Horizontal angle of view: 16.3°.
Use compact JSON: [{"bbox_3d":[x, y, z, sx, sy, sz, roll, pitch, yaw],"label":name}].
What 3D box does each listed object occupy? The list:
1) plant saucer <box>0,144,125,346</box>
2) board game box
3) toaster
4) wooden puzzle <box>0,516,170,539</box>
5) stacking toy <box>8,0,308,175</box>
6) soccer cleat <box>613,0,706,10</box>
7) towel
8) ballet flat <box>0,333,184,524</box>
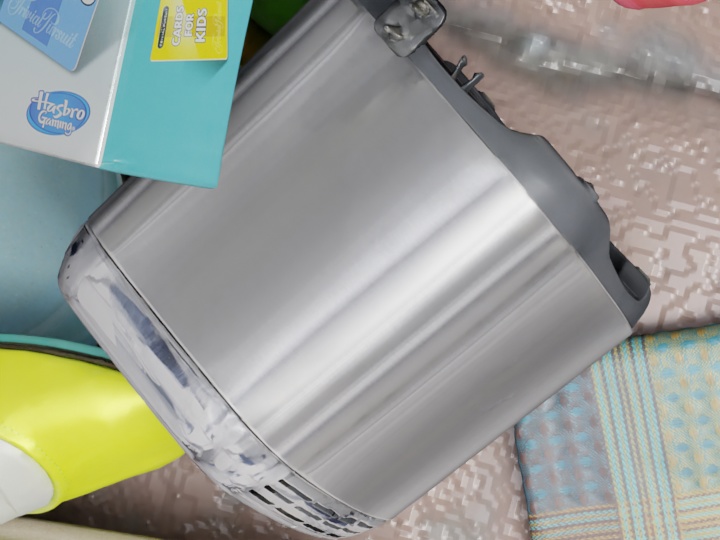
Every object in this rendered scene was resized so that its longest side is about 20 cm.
[{"bbox_3d":[-0.159,-0.041,0.794,0.200,0.027,0.201,11,124,17],"label":"plant saucer"},{"bbox_3d":[-0.085,-0.135,0.658,0.151,0.047,0.201,14,94,38],"label":"board game box"},{"bbox_3d":[0.000,0.000,0.726,0.129,0.200,0.114,-42,73,2],"label":"toaster"},{"bbox_3d":[-0.092,0.180,0.778,0.185,0.037,0.201,7,85,15],"label":"wooden puzzle"},{"bbox_3d":[-0.033,-0.096,0.790,0.200,0.085,0.085,-36,91,17],"label":"stacking toy"},{"bbox_3d":[0.090,-0.173,0.742,0.076,0.067,0.201,-10,72,25],"label":"soccer cleat"},{"bbox_3d":[0.155,0.083,0.807,0.199,0.022,0.147,-8,95,9],"label":"towel"},{"bbox_3d":[-0.149,0.054,0.787,0.200,0.067,0.067,8,55,21],"label":"ballet flat"}]
